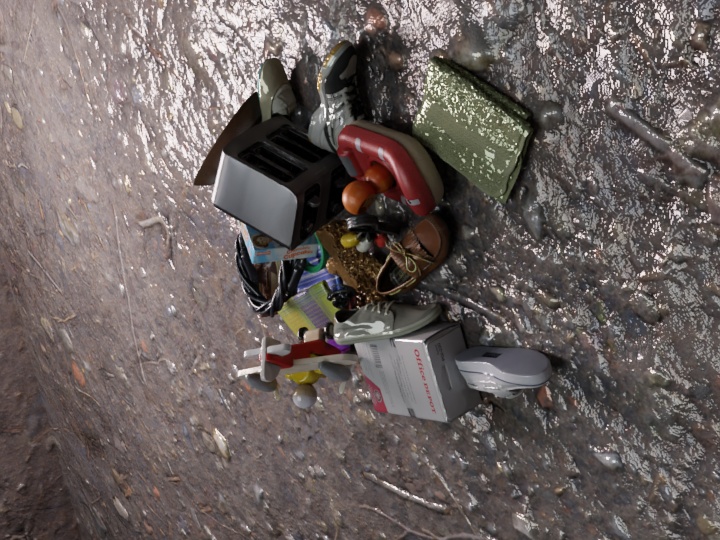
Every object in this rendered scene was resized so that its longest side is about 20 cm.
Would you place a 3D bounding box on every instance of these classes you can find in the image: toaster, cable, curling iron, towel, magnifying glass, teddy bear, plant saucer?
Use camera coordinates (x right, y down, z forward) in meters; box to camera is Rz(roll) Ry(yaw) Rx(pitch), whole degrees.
[{"bbox_3d":[-0.133,-0.149,1.682,0.200,0.181,0.119,30,129,16],"label":"toaster"},{"bbox_3d":[0.020,-0.056,1.579,0.200,0.097,0.051,166,104,-87],"label":"cable"},{"bbox_3d":[-0.022,0.083,1.771,0.049,0.026,0.200,5,147,12],"label":"curling iron"},{"bbox_3d":[-0.075,0.098,1.910,0.144,0.023,0.200,52,147,-4],"label":"towel"},{"bbox_3d":[-0.085,-0.088,1.815,0.079,0.022,0.201,27,127,35],"label":"magnifying glass"},{"bbox_3d":[0.000,0.000,1.744,0.200,0.067,0.145,58,155,0],"label":"teddy bear"},{"bbox_3d":[0.153,-0.198,1.423,0.200,0.036,0.149,43,140,30],"label":"towel"},{"bbox_3d":[-0.227,-0.225,1.811,0.037,0.201,0.200,35,144,-4],"label":"plant saucer"},{"bbox_3d":[-0.107,-0.038,1.891,0.145,0.024,0.201,-20,93,55],"label":"towel"},{"bbox_3d":[-0.180,-0.007,1.887,0.163,0.051,0.200,42,129,23],"label":"cable"}]

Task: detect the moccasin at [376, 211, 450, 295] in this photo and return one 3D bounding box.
[{"bbox_3d":[0.078,-0.023,1.597,0.074,0.078,0.201,59,146,10],"label":"moccasin"}]

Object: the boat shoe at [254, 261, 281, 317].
[{"bbox_3d":[-0.190,0.000,1.970,0.072,0.072,0.201,-128,26,-59],"label":"boat shoe"}]

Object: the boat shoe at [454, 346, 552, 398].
[{"bbox_3d":[0.221,0.158,1.531,0.200,0.073,0.066,8,122,63],"label":"boat shoe"}]

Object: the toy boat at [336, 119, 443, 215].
[{"bbox_3d":[0.026,-0.135,1.528,0.200,0.131,0.131,26,156,44],"label":"toy boat"}]

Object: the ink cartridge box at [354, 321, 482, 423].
[{"bbox_3d":[0.092,0.163,1.688,0.200,0.085,0.146,0,110,56],"label":"ink cartridge box"}]

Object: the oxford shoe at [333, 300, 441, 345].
[{"bbox_3d":[0.037,0.077,1.668,0.199,0.075,0.058,-12,104,28],"label":"oxford shoe"}]

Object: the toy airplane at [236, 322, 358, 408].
[{"bbox_3d":[-0.112,0.176,1.797,0.200,0.198,0.142,167,93,-77],"label":"toy airplane"}]

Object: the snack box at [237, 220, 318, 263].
[{"bbox_3d":[-0.157,-0.100,1.782,0.037,0.116,0.200,105,150,-46],"label":"snack box"}]

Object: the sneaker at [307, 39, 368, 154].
[{"bbox_3d":[-0.020,-0.267,1.602,0.087,0.076,0.200,32,140,18],"label":"sneaker"}]

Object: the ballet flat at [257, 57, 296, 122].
[{"bbox_3d":[-0.138,-0.271,1.758,0.069,0.069,0.201,41,144,31],"label":"ballet flat"}]
